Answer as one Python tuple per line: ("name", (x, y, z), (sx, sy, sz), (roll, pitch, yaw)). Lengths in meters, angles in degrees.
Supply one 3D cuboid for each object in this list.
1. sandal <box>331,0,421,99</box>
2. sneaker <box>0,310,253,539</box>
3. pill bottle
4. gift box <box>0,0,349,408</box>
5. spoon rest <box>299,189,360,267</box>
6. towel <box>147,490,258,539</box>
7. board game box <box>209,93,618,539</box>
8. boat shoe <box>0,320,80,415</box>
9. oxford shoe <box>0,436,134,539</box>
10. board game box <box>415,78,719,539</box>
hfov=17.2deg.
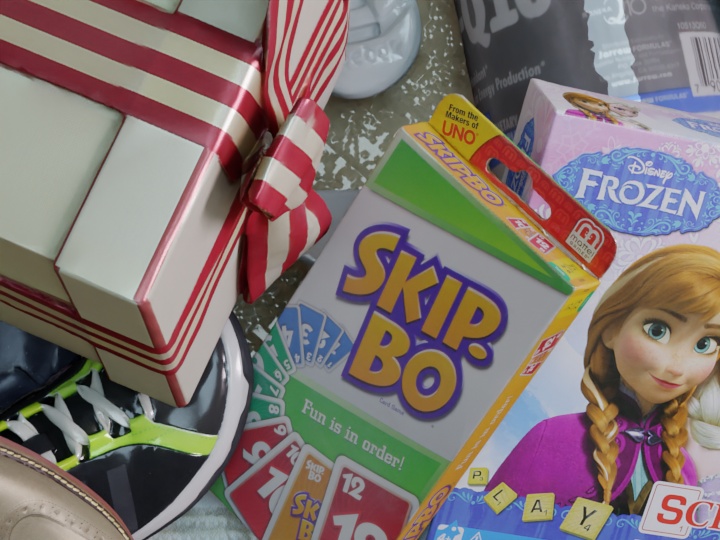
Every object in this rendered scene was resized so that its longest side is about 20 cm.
("sandal", (-0.040, -0.164, 1.037), (0.082, 0.050, 0.203), (-26, 85, 8))
("sneaker", (-0.125, 0.086, 0.945), (0.200, 0.083, 0.072), (-47, 62, 7))
("pill bottle", (0.092, -0.136, 1.011), (0.113, 0.114, 0.201), (-10, 83, -7))
("gift box", (-0.094, -0.077, 0.872), (0.186, 0.185, 0.201), (24, 81, 7))
("spoon rest", (0.000, 0.000, 1.002), (0.199, 0.061, 0.100), (1, 46, -4))
("towel", (-0.051, 0.144, 1.004), (0.148, 0.031, 0.201), (2, 80, -8))
("board game box", (0.013, 0.035, 0.932), (0.096, 0.030, 0.200), (43, 116, 19))
("boat shoe", (-0.127, -0.013, 0.994), (0.200, 0.075, 0.093), (-41, 86, -3))
("oxford shoe", (-0.102, 0.142, 0.906), (0.070, 0.075, 0.200), (-40, 113, 1))
("board game box", (0.137, 0.038, 0.966), (0.199, 0.041, 0.200), (9, 110, -16))
